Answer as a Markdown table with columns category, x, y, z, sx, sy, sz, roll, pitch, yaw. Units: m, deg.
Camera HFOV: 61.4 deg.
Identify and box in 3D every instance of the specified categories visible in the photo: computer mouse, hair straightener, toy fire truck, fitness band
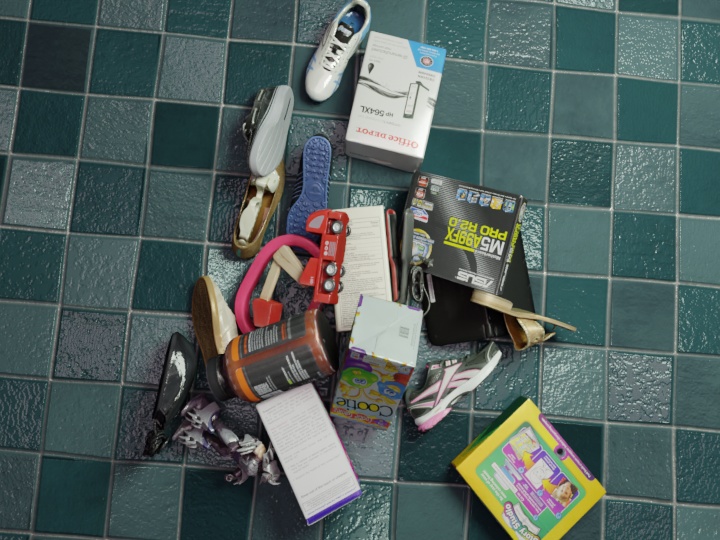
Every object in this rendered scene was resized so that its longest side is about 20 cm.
| category | x | y | z | sx | sy | sz | roll | pitch | yaw |
| --- | --- | --- | --- | --- | --- | --- | --- | --- | --- |
| computer mouse | -0.308 | 0.205 | 1.001 | 0.052 | 0.138 | 0.205 | 14 | 70 | -18 |
| hair straightener | 0.082 | -0.002 | 1.007 | 0.075 | 0.041 | 0.206 | -2 | 87 | 28 |
| toy fire truck | -0.096 | -0.001 | 0.987 | 0.138 | 0.049 | 0.205 | 7 | 88 | 17 |
| fitness band | -0.132 | 0.037 | 1.040 | 0.142 | 0.037 | 0.203 | 32 | 94 | 9 |

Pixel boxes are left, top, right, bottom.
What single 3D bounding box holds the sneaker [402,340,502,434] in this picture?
| category | x | y | z | sx | sy | sz | roll | pitch | yaw |
| --- | --- | --- | --- | --- | --- | --- | --- | --- | --- |
| sneaker | 0.154 | 0.180 | 1.033 | 0.199 | 0.081 | 0.087 | -39 | 76 | -11 |

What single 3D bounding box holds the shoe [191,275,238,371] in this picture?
| category | x | y | z | sx | sy | sz | roll | pitch | yaw |
| --- | --- | --- | --- | --- | --- | --- | --- | --- | --- |
| shoe | -0.244 | 0.109 | 1.041 | 0.069 | 0.053 | 0.205 | -19 | 79 | 40 |

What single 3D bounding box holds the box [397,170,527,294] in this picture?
| category | x | y | z | sx | sy | sz | roll | pitch | yaw |
| --- | --- | --- | --- | --- | --- | --- | --- | --- | --- |
| box | 0.162 | -0.066 | 1.015 | 0.197 | 0.044 | 0.164 | 19 | 97 | 27 |

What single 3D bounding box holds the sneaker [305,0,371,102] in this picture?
| category | x | y | z | sx | sy | sz | roll | pitch | yaw |
| --- | --- | --- | --- | --- | --- | --- | --- | --- | --- |
| sneaker | -0.044 | -0.400 | 1.093 | 0.071 | 0.072 | 0.203 | 27 | 85 | 0 |

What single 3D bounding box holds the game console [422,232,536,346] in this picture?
| category | x | y | z | sx | sy | sz | roll | pitch | yaw |
| --- | --- | --- | --- | --- | --- | --- | --- | --- | --- |
| game console | 0.203 | 0.020 | 1.081 | 0.172 | 0.116 | 0.205 | -13 | 82 | 27 |

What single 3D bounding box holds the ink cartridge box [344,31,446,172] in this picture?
| category | x | y | z | sx | sy | sz | roll | pitch | yaw |
| --- | --- | --- | --- | --- | --- | --- | --- | --- | --- |
| ink cartridge box | 0.061 | -0.296 | 1.078 | 0.142 | 0.084 | 0.205 | 12 | 82 | -1 |

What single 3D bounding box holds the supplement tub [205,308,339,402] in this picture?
| category | x | y | z | sx | sy | sz | roll | pitch | yaw |
| --- | --- | --- | --- | --- | --- | --- | --- | --- | --- |
| supplement tub | -0.139 | 0.139 | 0.946 | 0.196 | 0.107 | 0.109 | -19 | 84 | 8 |

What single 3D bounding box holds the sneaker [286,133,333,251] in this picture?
| category | x | y | z | sx | sy | sz | roll | pitch | yaw |
| --- | --- | --- | --- | --- | --- | --- | --- | --- | --- |
| sneaker | -0.084 | -0.137 | 1.068 | 0.068 | 0.078 | 0.205 | 14 | 104 | -3 |

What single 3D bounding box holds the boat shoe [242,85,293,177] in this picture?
| category | x | y | z | sx | sy | sz | roll | pitch | yaw |
| --- | --- | --- | --- | --- | --- | --- | --- | --- | --- |
| boat shoe | -0.170 | -0.242 | 1.058 | 0.069 | 0.073 | 0.203 | 2 | 53 | 15 |

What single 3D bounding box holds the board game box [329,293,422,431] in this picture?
| category | x | y | z | sx | sy | sz | roll | pitch | yaw |
| --- | --- | --- | --- | --- | --- | --- | --- | --- | --- |
| board game box | 0.021 | 0.150 | 0.956 | 0.101 | 0.202 | 0.106 | 14 | 47 | 0 |

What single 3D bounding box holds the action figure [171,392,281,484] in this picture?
| category | x | y | z | sx | sy | sz | roll | pitch | yaw |
| --- | --- | --- | --- | --- | --- | --- | --- | --- | --- |
| action figure | -0.210 | 0.293 | 0.995 | 0.197 | 0.069 | 0.132 | 30 | 127 | 13 |

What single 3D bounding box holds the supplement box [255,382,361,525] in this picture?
| category | x | y | z | sx | sy | sz | roll | pitch | yaw |
| --- | --- | --- | --- | --- | --- | --- | --- | --- | --- |
| supplement box | -0.084 | 0.287 | 0.998 | 0.102 | 0.101 | 0.203 | -26 | 85 | -5 |

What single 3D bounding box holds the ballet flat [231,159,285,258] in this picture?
| category | x | y | z | sx | sy | sz | roll | pitch | yaw |
| --- | --- | --- | --- | --- | --- | --- | --- | --- | --- |
| ballet flat | -0.179 | -0.121 | 1.055 | 0.066 | 0.072 | 0.204 | 19 | 83 | 0 |

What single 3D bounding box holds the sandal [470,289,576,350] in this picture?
| category | x | y | z | sx | sy | sz | roll | pitch | yaw |
| --- | --- | --- | --- | --- | --- | --- | --- | --- | --- |
| sandal | 0.262 | 0.096 | 1.009 | 0.208 | 0.077 | 0.071 | 20 | 89 | -24 |

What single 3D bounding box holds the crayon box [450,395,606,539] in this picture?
| category | x | y | z | sx | sy | sz | roll | pitch | yaw |
| --- | --- | --- | --- | --- | --- | --- | --- | --- | --- |
| crayon box | 0.281 | 0.349 | 1.026 | 0.172 | 0.058 | 0.201 | -40 | 86 | -5 |

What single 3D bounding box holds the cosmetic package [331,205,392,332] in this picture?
| category | x | y | z | sx | sy | sz | roll | pitch | yaw |
| --- | --- | --- | --- | --- | --- | --- | --- | --- | --- |
| cosmetic package | 0.000 | 0.000 | 1.040 | 0.101 | 0.087 | 0.205 | -4 | 85 | 0 |
